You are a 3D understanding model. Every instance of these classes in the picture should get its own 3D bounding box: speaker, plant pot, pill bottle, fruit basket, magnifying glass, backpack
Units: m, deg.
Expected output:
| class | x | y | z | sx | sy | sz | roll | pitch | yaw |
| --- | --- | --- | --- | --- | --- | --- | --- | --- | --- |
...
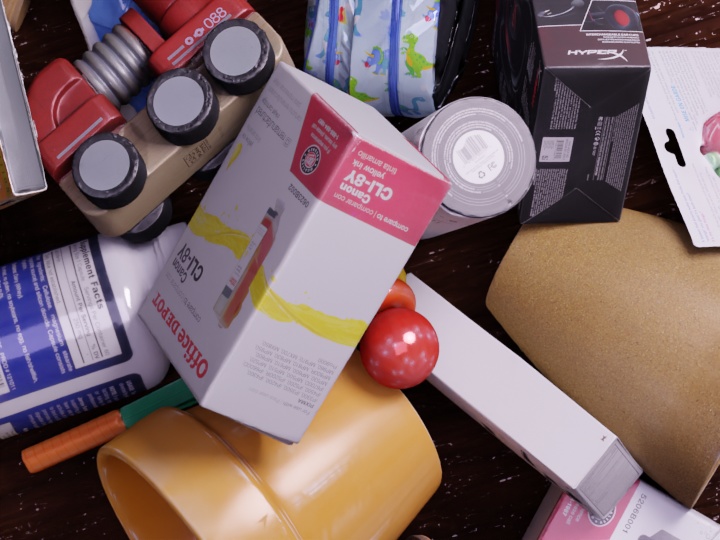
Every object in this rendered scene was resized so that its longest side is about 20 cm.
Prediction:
| class | x | y | z | sx | sy | sz | roll | pitch | yaw |
| --- | --- | --- | --- | --- | --- | --- | --- | --- | --- |
| speaker | 0.058 | -0.067 | 1.449 | 0.080 | 0.200 | 0.082 | 1 | 86 | -10 |
| plant pot | -0.051 | 0.152 | 1.449 | 0.183 | 0.200 | 0.201 | -36 | 90 | -20 |
| pill bottle | -0.201 | 0.041 | 1.470 | 0.198 | 0.116 | 0.117 | -18 | 89 | -5 |
| fruit basket | 0.295 | -0.085 | 1.493 | 0.198 | 0.094 | 0.186 | -5 | 54 | -16 |
| magnifying glass | -0.149 | 0.097 | 1.498 | 0.199 | 0.080 | 0.023 | -26 | 85 | 6 |
| plant pot | 0.195 | 0.036 | 1.480 | 0.199 | 0.186 | 0.187 | 31 | 86 | 13 |
| backpack | 0.027 | -0.208 | 1.486 | 0.152 | 0.163 | 0.202 | -9 | 95 | 4 |

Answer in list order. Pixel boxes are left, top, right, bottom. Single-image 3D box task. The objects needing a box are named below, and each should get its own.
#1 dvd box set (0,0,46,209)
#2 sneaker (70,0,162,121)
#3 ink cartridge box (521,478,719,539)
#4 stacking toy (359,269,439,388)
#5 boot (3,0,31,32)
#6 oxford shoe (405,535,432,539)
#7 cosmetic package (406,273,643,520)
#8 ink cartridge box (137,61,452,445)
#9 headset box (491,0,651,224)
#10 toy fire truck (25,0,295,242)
| class | x | y | z | sx | sy | sz | roll | pitch | yaw |
| --- | --- | --- | --- | --- | --- | --- | --- | --- | --- |
| dvd box set | -0.291 | -0.102 | 1.440 | 0.029 | 0.199 | 0.148 | -13 | 87 | -40 |
| sneaker | -0.143 | -0.175 | 1.502 | 0.110 | 0.077 | 0.202 | -17 | 90 | -2 |
| ink cartridge box | 0.208 | 0.237 | 1.503 | 0.199 | 0.083 | 0.146 | 29 | 85 | -1 |
| stacking toy | 0.000 | 0.000 | 1.452 | 0.085 | 0.086 | 0.201 | -28 | 53 | -4 |
| boot | -0.281 | -0.282 | 1.501 | 0.143 | 0.071 | 0.203 | 21 | 91 | -3 |
| oxford shoe | 0.061 | 0.218 | 1.439 | 0.071 | 0.200 | 0.072 | 4 | 85 | -7 |
| cosmetic package | 0.100 | 0.087 | 1.460 | 0.200 | 0.083 | 0.051 | 39 | 84 | 30 |
| ink cartridge box | -0.047 | -0.012 | 1.353 | 0.083 | 0.145 | 0.201 | 24 | 102 | -31 |
| headset box | 0.140 | -0.155 | 1.452 | 0.074 | 0.149 | 0.201 | -1 | 48 | -5 |
| toy fire truck | -0.167 | -0.151 | 1.417 | 0.176 | 0.129 | 0.200 | -41 | 70 | -4 |
